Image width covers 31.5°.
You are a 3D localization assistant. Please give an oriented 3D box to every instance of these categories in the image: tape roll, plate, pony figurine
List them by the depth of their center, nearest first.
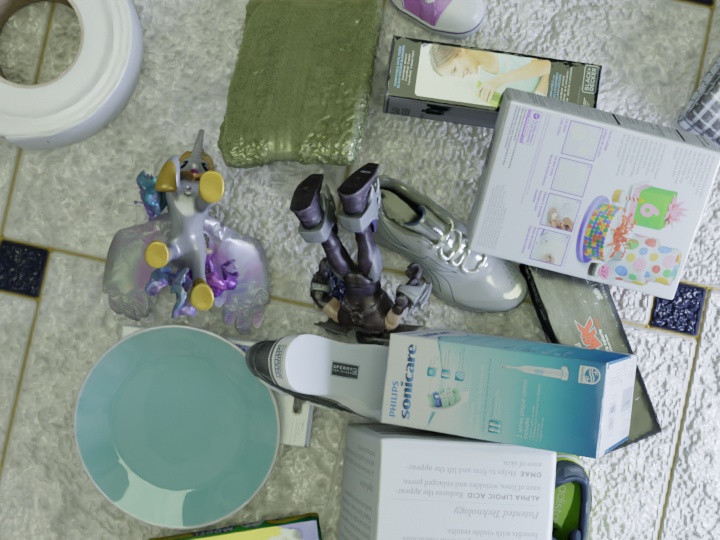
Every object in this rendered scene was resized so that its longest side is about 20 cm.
[{"bbox_3d":[-0.161,-0.027,1.203,0.165,0.200,0.194,5,103,-7],"label":"pony figurine"},{"bbox_3d":[-0.174,0.148,1.222,0.199,0.026,0.202,0,99,3],"label":"plate"},{"bbox_3d":[-0.317,-0.223,1.254,0.201,0.071,0.204,0,87,-1],"label":"tape roll"}]

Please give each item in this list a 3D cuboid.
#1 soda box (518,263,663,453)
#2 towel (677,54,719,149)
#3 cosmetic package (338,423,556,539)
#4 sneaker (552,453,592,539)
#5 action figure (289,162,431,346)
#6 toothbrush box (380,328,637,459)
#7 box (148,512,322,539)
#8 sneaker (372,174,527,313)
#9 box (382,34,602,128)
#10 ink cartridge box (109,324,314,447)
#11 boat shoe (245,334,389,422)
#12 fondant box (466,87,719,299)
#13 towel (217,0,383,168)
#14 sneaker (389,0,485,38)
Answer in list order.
[{"bbox_3d":[0.223,0.074,1.244,0.070,0.063,0.201,-20,87,-1],"label":"soda box"},{"bbox_3d":[0.433,-0.178,1.246,0.165,0.086,0.200,36,88,1],"label":"towel"},{"bbox_3d":[0.072,0.250,1.174,0.164,0.165,0.201,4,88,-11],"label":"cosmetic package"},{"bbox_3d":[0.179,0.274,1.226,0.073,0.081,0.201,9,87,1],"label":"sneaker"},{"bbox_3d":[0.000,0.000,1.213,0.129,0.070,0.201,0,128,21],"label":"action figure"},{"bbox_3d":[0.137,0.106,1.157,0.199,0.146,0.086,8,92,21],"label":"toothbrush box"},{"bbox_3d":[-0.131,0.310,1.242,0.199,0.048,0.118,-9,87,1],"label":"box"},{"bbox_3d":[0.076,-0.023,1.236,0.199,0.087,0.075,32,81,0],"label":"sneaker"},{"bbox_3d":[0.122,-0.175,1.231,0.199,0.117,0.061,9,90,-1],"label":"box"},{"bbox_3d":[-0.141,0.113,1.254,0.199,0.039,0.100,8,88,2],"label":"ink cartridge box"},{"bbox_3d":[-0.025,0.101,1.209,0.068,0.199,0.072,0,79,43],"label":"boat shoe"},{"bbox_3d":[0.210,-0.070,1.167,0.199,0.058,0.145,14,109,-2],"label":"fondant box"},{"bbox_3d":[-0.055,-0.186,1.231,0.147,0.037,0.201,0,62,14],"label":"towel"},{"bbox_3d":[0.043,-0.308,1.237,0.200,0.114,0.073,41,86,0],"label":"sneaker"}]
